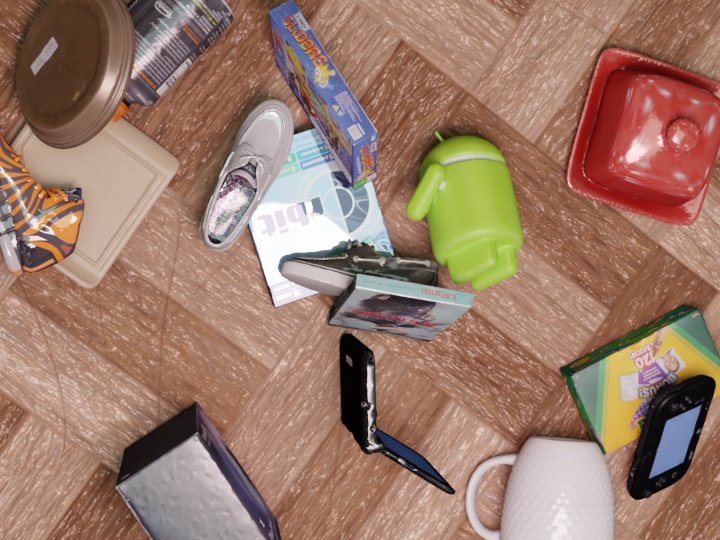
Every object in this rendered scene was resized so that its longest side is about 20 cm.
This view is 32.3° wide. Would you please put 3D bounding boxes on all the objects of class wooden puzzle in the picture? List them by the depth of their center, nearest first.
[{"bbox_3d":[-0.353,-0.108,1.553,0.184,0.037,0.201,36,84,-9],"label":"wooden puzzle"}]

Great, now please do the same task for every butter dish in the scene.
[{"bbox_3d":[0.390,-0.172,1.600,0.197,0.148,0.202,16,92,-9],"label":"butter dish"}]

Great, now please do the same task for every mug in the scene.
[{"bbox_3d":[0.233,0.307,1.626,0.198,0.147,0.178,3,85,21],"label":"mug"}]

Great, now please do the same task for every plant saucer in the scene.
[{"bbox_3d":[-0.345,-0.245,1.476,0.029,0.199,0.202,14,93,-52],"label":"plant saucer"}]

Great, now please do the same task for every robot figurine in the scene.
[{"bbox_3d":[0.138,-0.080,1.566,0.174,0.115,0.202,14,57,-45],"label":"robot figurine"}]

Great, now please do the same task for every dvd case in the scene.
[{"bbox_3d":[0.045,0.049,1.541,0.144,0.200,0.022,10,74,-10],"label":"dvd case"}]

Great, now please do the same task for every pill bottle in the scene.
[{"bbox_3d":[-0.256,-0.275,1.515,0.106,0.106,0.200,44,87,-9],"label":"pill bottle"}]

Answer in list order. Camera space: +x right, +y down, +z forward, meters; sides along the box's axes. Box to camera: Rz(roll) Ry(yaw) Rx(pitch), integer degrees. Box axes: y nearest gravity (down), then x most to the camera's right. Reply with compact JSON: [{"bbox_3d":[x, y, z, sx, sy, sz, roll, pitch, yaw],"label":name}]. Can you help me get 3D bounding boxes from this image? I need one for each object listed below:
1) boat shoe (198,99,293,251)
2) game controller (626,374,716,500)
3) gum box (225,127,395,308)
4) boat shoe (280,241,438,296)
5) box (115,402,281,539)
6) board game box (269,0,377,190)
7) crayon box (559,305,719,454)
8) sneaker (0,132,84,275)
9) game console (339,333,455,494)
[{"bbox_3d":[-0.141,-0.117,1.519,0.072,0.069,0.201,33,89,-8],"label":"boat shoe"},{"bbox_3d":[0.408,0.220,1.634,0.103,0.042,0.202,-12,132,-19],"label":"game controller"},{"bbox_3d":[-0.062,-0.075,1.591,0.168,0.045,0.202,-19,96,-7],"label":"gum box"},{"bbox_3d":[0.000,0.000,1.554,0.198,0.071,0.064,10,78,-8],"label":"boat shoe"},{"bbox_3d":[-0.193,0.288,1.519,0.123,0.200,0.199,-34,99,-4],"label":"box"},{"bbox_3d":[-0.045,-0.209,1.503,0.034,0.136,0.201,-29,74,-10],"label":"board game box"},{"bbox_3d":[0.381,0.145,1.667,0.198,0.058,0.120,-27,98,-6],"label":"crayon box"},{"bbox_3d":[-0.396,-0.103,1.496,0.111,0.078,0.202,-17,104,-14],"label":"sneaker"},{"bbox_3d":[0.043,0.174,1.547,0.115,0.200,0.178,-2,94,-9],"label":"game console"}]
